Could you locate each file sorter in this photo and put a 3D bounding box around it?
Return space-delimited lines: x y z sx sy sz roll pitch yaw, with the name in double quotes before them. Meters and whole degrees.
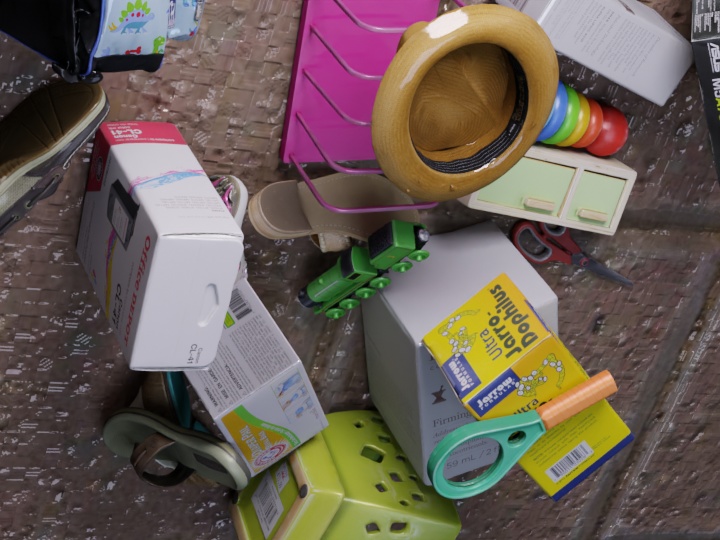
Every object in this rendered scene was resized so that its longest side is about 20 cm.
"file sorter" 0.020 -0.168 1.449 0.137 0.126 0.202 -4 125 -24

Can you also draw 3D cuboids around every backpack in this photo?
"backpack" -0.211 -0.277 1.227 0.146 0.182 0.202 -17 129 -45

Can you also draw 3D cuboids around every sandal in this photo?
"sandal" -0.197 0.189 1.541 0.058 0.200 0.080 -56 133 -25
"sandal" -0.040 -0.053 1.549 0.210 0.078 0.069 -2 161 -42

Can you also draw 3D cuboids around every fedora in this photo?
"fedora" 0.080 -0.159 1.350 0.199 0.082 0.202 -18 133 -20

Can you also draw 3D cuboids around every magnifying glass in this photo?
"magnifying glass" 0.154 0.154 1.451 0.199 0.022 0.080 -30 130 -3

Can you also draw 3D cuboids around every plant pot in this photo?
"plant pot" -0.031 0.274 1.699 0.180 0.201 0.200 19 114 -29

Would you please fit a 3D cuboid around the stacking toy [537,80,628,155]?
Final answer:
"stacking toy" 0.202 -0.164 1.583 0.199 0.085 0.086 12 117 -40

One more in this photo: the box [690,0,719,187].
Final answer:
"box" 0.371 -0.221 1.547 0.047 0.201 0.194 -4 134 18

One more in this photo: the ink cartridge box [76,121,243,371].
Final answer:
"ink cartridge box" -0.189 -0.025 1.397 0.085 0.200 0.149 1 122 -27

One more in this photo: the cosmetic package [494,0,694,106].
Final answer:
"cosmetic package" 0.233 -0.246 1.515 0.199 0.102 0.074 18 116 -36

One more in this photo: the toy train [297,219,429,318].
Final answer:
"toy train" 0.000 0.000 1.554 0.056 0.042 0.200 8 154 -32

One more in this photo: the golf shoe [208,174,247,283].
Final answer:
"golf shoe" -0.150 -0.013 1.520 0.091 0.073 0.201 -9 135 -44

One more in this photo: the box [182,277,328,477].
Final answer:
"box" -0.113 0.113 1.545 0.101 0.113 0.200 -33 157 -7

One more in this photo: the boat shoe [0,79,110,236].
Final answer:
"boat shoe" -0.301 -0.096 1.384 0.199 0.073 0.065 -37 142 7

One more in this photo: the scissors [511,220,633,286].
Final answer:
"scissors" 0.242 -0.011 1.748 0.073 0.014 0.200 -45 131 5

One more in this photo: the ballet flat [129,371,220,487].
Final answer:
"ballet flat" -0.205 0.165 1.627 0.072 0.068 0.201 -13 135 9

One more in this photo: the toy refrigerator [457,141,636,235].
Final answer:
"toy refrigerator" 0.191 -0.096 1.616 0.198 0.070 0.077 10 109 -32

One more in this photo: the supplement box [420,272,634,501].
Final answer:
"supplement box" 0.168 0.118 1.518 0.109 0.109 0.200 -39 131 5

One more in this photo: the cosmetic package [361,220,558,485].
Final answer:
"cosmetic package" 0.106 0.087 1.647 0.166 0.167 0.202 -17 128 -14
